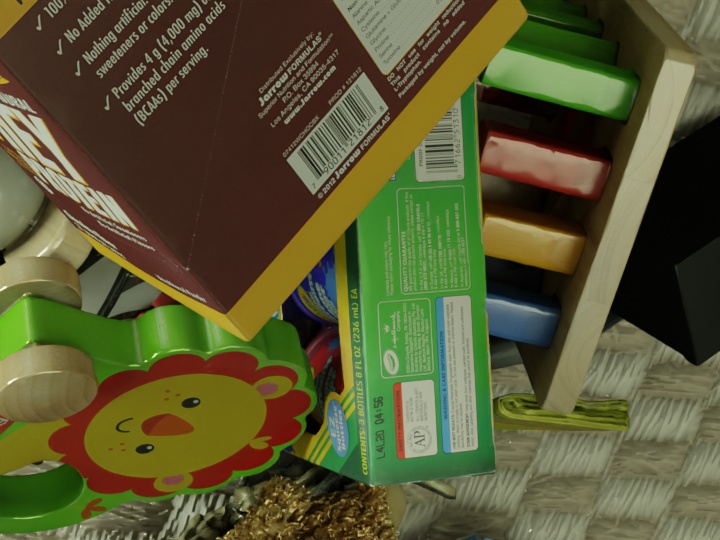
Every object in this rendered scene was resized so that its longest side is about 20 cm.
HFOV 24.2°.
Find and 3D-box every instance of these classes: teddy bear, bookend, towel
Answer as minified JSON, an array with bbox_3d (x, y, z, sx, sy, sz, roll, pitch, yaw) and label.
[{"bbox_3d":[-0.057,0.177,1.013,0.199,0.067,0.145,-30,154,-9],"label":"teddy bear"},{"bbox_3d":[0.256,-0.008,0.991,0.198,0.200,0.093,-32,124,-18],"label":"bookend"},{"bbox_3d":[0.069,0.082,0.989,0.085,0.200,0.018,9,81,-25],"label":"towel"}]

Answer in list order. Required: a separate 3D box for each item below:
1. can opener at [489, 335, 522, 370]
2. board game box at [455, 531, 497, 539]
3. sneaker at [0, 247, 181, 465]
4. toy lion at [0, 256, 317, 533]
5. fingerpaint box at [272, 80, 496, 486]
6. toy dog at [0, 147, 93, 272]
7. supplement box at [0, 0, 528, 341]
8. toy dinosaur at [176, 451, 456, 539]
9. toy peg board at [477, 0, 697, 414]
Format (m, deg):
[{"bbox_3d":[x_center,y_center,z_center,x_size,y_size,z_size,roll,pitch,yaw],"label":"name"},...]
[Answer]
[{"bbox_3d":[0.055,0.048,1.036,0.198,0.066,0.053,-11,119,-24],"label":"can opener"},{"bbox_3d":[0.032,0.248,1.145,0.199,0.039,0.159,-20,127,-7],"label":"board game box"},{"bbox_3d":[-0.155,0.008,0.895,0.201,0.071,0.098,-48,126,0],"label":"sneaker"},{"bbox_3d":[-0.129,0.077,0.844,0.191,0.069,0.200,20,132,-41],"label":"toy lion"},{"bbox_3d":[0.000,0.000,0.882,0.073,0.167,0.202,-4,94,-21],"label":"fingerpaint box"},{"bbox_3d":[-0.220,-0.038,0.832,0.198,0.097,0.132,-5,143,19],"label":"toy dog"},{"bbox_3d":[-0.072,-0.121,0.706,0.198,0.132,0.200,-49,131,-13],"label":"supplement box"},{"bbox_3d":[-0.028,0.128,1.050,0.198,0.048,0.089,-10,134,-19],"label":"toy dinosaur"},{"bbox_3d":[0.083,-0.062,0.921,0.097,0.200,0.201,13,111,-10],"label":"toy peg board"}]
